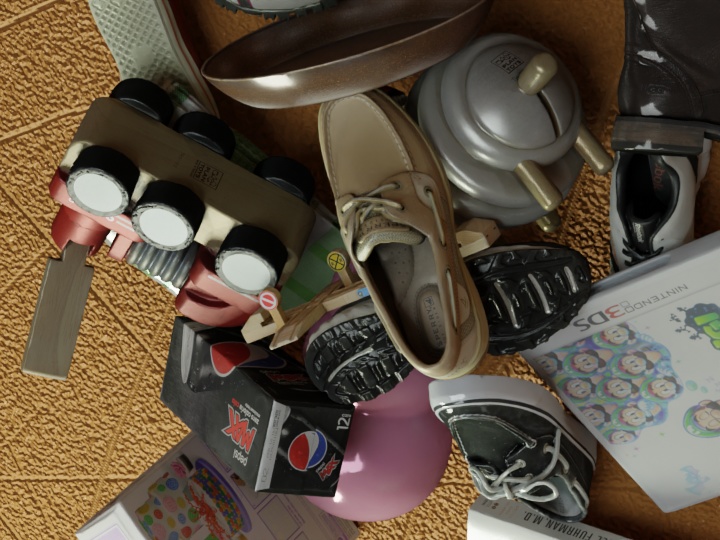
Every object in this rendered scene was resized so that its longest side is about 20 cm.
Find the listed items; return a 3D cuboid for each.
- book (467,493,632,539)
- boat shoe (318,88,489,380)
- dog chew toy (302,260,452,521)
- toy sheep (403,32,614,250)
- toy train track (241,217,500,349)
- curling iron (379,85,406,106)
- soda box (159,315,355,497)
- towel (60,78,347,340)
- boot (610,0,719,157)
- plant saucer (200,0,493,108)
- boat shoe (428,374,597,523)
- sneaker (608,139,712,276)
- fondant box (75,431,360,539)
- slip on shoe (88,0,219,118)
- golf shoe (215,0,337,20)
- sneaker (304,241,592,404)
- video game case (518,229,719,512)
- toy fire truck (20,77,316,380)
[{"bbox_3d":[0.174,0.243,1.635,0.199,0.048,0.134,16,130,24],"label":"book"},{"bbox_3d":[0.021,-0.027,1.415,0.072,0.065,0.201,-23,80,17],"label":"boat shoe"},{"bbox_3d":[0.010,0.075,1.616,0.124,0.124,0.201,14,110,21],"label":"dog chew toy"},{"bbox_3d":[0.090,-0.088,1.485,0.138,0.138,0.200,44,146,3],"label":"toy sheep"},{"bbox_3d":[0.000,0.000,1.493,0.199,0.115,0.033,-22,101,30],"label":"toy train track"},{"bbox_3d":[-0.030,-0.128,1.537,0.200,0.049,0.026,33,132,56],"label":"curling iron"},{"bbox_3d":[-0.076,0.093,1.591,0.200,0.063,0.071,32,113,61],"label":"soda box"},{"bbox_3d":[-0.105,-0.037,1.649,0.200,0.031,0.149,38,128,-16],"label":"towel"},{"bbox_3d":[0.240,-0.157,1.406,0.199,0.069,0.175,2,91,-10],"label":"boot"},{"bbox_3d":[-0.004,-0.146,1.469,0.199,0.200,0.032,-7,110,30],"label":"plant saucer"},{"bbox_3d":[0.105,0.126,1.542,0.073,0.199,0.068,-8,66,22],"label":"boat shoe"},{"bbox_3d":[0.190,-0.017,1.501,0.073,0.080,0.201,6,116,23],"label":"sneaker"},{"bbox_3d":[-0.101,0.194,1.675,0.058,0.200,0.145,-34,94,34],"label":"fondant box"},{"bbox_3d":[-0.143,-0.145,1.632,0.074,0.061,0.201,-8,122,17],"label":"slip on shoe"},{"bbox_3d":[-0.097,-0.236,1.531,0.199,0.077,0.088,25,152,13],"label":"golf shoe"},{"bbox_3d":[0.058,0.021,1.500,0.199,0.079,0.074,-18,111,19],"label":"sneaker"},{"bbox_3d":[0.225,0.072,1.513,0.182,0.024,0.200,-24,123,33],"label":"video game case"},{"bbox_3d":[-0.150,-0.005,1.596,0.176,0.129,0.200,28,139,-9],"label":"toy fire truck"}]
